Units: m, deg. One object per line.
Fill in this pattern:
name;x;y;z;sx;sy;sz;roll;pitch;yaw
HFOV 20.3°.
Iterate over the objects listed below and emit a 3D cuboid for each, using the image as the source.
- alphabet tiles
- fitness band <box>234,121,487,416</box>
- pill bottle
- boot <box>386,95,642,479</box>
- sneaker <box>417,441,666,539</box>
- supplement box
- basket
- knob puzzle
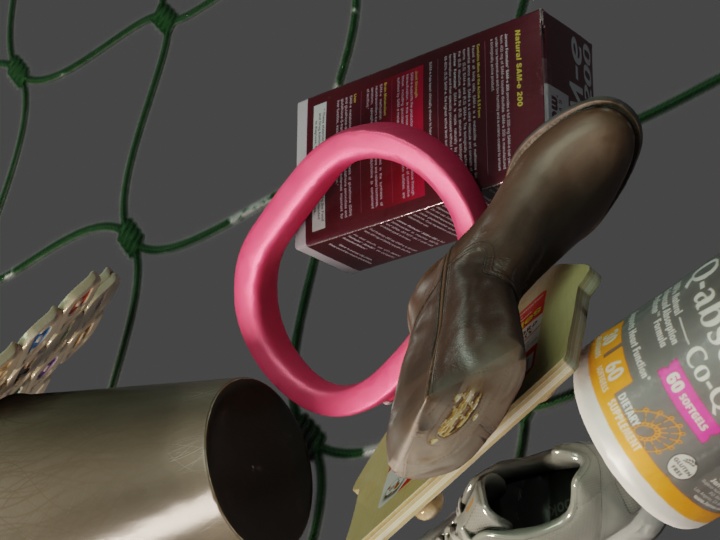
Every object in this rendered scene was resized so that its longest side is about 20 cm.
alphabet tiles;-0.243;0.079;1.389;0.200;0.015;0.196;-45;-5;-36
fitness band;0.000;0.000;1.243;0.144;0.037;0.200;49;124;15
pill bottle;0.217;0.038;1.034;0.200;0.116;0.117;-38;51;24
boot;0.084;0.008;1.067;0.187;0.064;0.200;-51;7;21
sneaker;0.072;0.146;1.133;0.199;0.092;0.076;-35;53;27
supplement box;0.051;-0.078;1.268;0.199;0.061;0.110;-17;63;37
basket;-0.142;0.147;1.300;0.199;0.136;0.182;-16;67;32
knob puzzle;0.071;0.072;1.145;0.220;0.030;0.220;-47;9;10
